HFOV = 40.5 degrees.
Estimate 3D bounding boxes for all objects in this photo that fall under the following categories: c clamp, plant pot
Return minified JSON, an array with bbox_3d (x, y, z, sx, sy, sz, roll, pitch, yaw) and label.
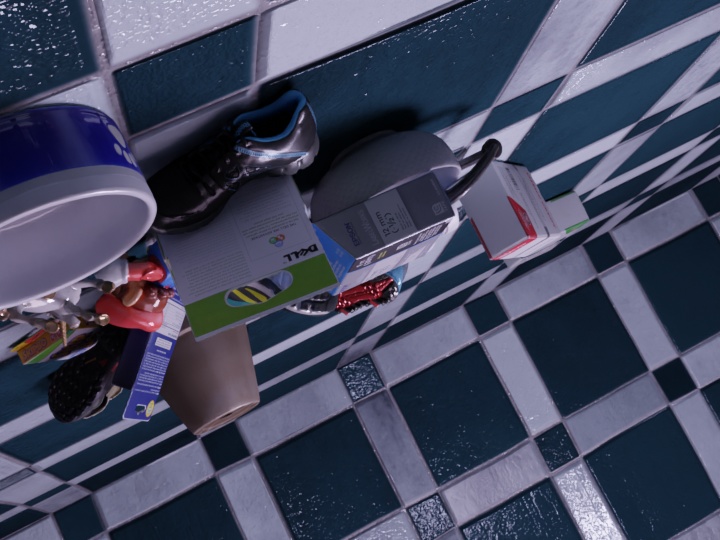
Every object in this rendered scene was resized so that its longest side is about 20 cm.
[{"bbox_3d":[0.129,-0.132,1.322,0.171,0.027,0.200,-47,-168,-18],"label":"c clamp"},{"bbox_3d":[-0.246,0.154,1.530,0.198,0.175,0.200,-25,169,-5],"label":"plant pot"}]

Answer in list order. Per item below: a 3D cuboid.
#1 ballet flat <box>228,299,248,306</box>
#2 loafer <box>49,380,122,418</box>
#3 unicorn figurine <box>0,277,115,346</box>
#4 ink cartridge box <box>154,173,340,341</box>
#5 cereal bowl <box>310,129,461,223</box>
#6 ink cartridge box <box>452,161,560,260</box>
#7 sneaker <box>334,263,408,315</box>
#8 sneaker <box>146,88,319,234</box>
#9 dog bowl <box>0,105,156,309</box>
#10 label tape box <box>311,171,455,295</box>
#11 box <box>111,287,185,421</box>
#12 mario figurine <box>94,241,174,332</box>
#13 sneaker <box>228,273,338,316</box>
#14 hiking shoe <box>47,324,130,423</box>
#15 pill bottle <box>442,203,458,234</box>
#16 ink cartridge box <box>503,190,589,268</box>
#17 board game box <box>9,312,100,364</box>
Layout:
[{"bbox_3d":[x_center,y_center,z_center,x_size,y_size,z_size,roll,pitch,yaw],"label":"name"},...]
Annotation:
[{"bbox_3d":[-0.125,-0.006,1.406,0.199,0.074,0.073,-38,167,16],"label":"ballet flat"},{"bbox_3d":[-0.429,0.197,1.546,0.075,0.069,0.200,-28,169,3],"label":"loafer"},{"bbox_3d":[-0.323,0.031,1.008,0.136,0.075,0.199,9,167,33],"label":"unicorn figurine"},{"bbox_3d":[-0.114,-0.013,0.949,0.146,0.201,0.076,-20,143,-9],"label":"ink cartridge box"},{"bbox_3d":[0.021,-0.112,1.202,0.198,0.084,0.200,-27,169,-6],"label":"cereal bowl"},{"bbox_3d":[0.255,-0.102,1.674,0.083,0.146,0.199,-30,169,25],"label":"ink cartridge box"},{"bbox_3d":[0.000,0.000,1.315,0.198,0.079,0.096,-6,-136,49],"label":"sneaker"},{"bbox_3d":[-0.130,-0.108,0.919,0.199,0.073,0.082,-33,159,-17],"label":"sneaker"},{"bbox_3d":[-0.271,-0.045,0.789,0.198,0.080,0.200,-27,169,-6],"label":"dog bowl"},{"bbox_3d":[-0.002,-0.028,1.141,0.198,0.067,0.143,-26,169,-19],"label":"label tape box"},{"bbox_3d":[-0.258,0.086,1.218,0.032,0.203,0.121,16,171,6],"label":"box"},{"bbox_3d":[-0.228,-0.020,1.095,0.200,0.107,0.123,-41,130,12],"label":"mario figurine"},{"bbox_3d":[-0.123,0.008,1.224,0.085,0.197,0.075,126,-16,-67],"label":"sneaker"},{"bbox_3d":[-0.328,0.127,1.290,0.200,0.076,0.100,-46,161,15],"label":"hiking shoe"},{"bbox_3d":[0.041,-0.058,1.436,0.198,0.110,0.109,-25,169,-14],"label":"pill bottle"},{"bbox_3d":[0.425,-0.094,2.311,0.145,0.084,0.200,-23,169,-22],"label":"ink cartridge box"},{"bbox_3d":[-0.369,0.087,1.308,0.095,0.030,0.199,-32,166,18],"label":"board game box"}]
